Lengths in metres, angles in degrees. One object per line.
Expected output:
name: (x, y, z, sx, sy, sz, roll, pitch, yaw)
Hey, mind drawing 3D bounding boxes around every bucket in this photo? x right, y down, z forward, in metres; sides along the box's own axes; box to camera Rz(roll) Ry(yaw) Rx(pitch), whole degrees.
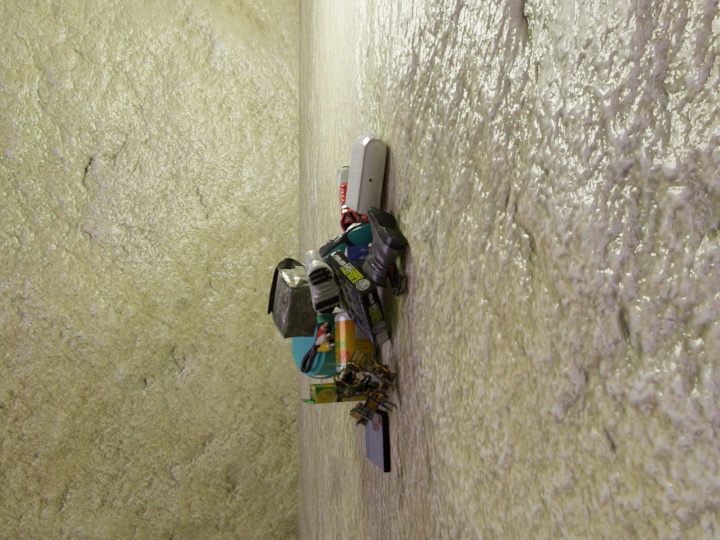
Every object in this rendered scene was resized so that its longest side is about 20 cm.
bucket: (-0.106, 0.225, 1.698, 0.207, 0.134, 0.209, -4, 84, 50)

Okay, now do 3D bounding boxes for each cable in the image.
cable: (-0.131, 0.213, 1.586, 0.200, 0.050, 0.098, -43, 52, 37)

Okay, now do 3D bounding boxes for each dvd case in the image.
dvd case: (0.042, 0.436, 1.472, 0.200, 0.017, 0.144, 146, 122, -76)

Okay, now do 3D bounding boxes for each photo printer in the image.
photo printer: (0.014, -0.252, 1.441, 0.166, 0.069, 0.201, -135, 51, -73)

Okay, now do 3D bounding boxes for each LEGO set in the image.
LEGO set: (-0.003, 0.292, 1.343, 0.116, 0.153, 0.200, -58, 6, -32)

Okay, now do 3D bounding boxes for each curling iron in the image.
curling iron: (0.077, -0.007, 1.294, 0.050, 0.025, 0.200, -60, 21, 25)

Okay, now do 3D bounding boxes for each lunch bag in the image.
lunch bag: (-0.200, 0.073, 1.611, 0.200, 0.117, 0.165, 44, 127, 53)

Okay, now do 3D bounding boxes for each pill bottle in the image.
pill bottle: (-0.013, 0.168, 1.500, 0.111, 0.110, 0.201, 140, 129, -74)

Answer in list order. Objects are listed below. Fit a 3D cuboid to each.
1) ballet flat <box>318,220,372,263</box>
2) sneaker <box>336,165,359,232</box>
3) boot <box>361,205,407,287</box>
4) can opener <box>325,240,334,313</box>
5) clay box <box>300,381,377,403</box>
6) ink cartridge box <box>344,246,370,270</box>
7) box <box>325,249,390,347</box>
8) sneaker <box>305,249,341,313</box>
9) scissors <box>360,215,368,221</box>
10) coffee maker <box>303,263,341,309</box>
ballet flat: (-0.028, -0.081, 1.435, 0.073, 0.200, 0.073, 50, -164, -20)
sneaker: (-0.033, -0.203, 1.659, 0.108, 0.067, 0.203, -100, 7, -74)
boot: (0.035, -0.058, 1.299, 0.200, 0.069, 0.132, -108, 37, -58)
can opener: (-0.087, 0.020, 1.502, 0.079, 0.063, 0.201, -120, 33, -79)
clay box: (-0.057, 0.324, 1.496, 0.115, 0.199, 0.048, 149, 120, -75)
ink cartridge box: (0.000, 0.000, 1.449, 0.200, 0.093, 0.044, 106, 160, -66)
box: (-0.004, 0.069, 1.340, 0.160, 0.044, 0.201, 46, 161, 42)
sneaker: (-0.095, 0.029, 1.359, 0.201, 0.075, 0.081, 85, 162, -51)
scissors: (0.026, -0.162, 1.550, 0.200, 0.014, 0.074, -176, 88, -77)
coffee maker: (-0.068, 0.035, 1.682, 0.200, 0.192, 0.135, 14, 125, 56)
